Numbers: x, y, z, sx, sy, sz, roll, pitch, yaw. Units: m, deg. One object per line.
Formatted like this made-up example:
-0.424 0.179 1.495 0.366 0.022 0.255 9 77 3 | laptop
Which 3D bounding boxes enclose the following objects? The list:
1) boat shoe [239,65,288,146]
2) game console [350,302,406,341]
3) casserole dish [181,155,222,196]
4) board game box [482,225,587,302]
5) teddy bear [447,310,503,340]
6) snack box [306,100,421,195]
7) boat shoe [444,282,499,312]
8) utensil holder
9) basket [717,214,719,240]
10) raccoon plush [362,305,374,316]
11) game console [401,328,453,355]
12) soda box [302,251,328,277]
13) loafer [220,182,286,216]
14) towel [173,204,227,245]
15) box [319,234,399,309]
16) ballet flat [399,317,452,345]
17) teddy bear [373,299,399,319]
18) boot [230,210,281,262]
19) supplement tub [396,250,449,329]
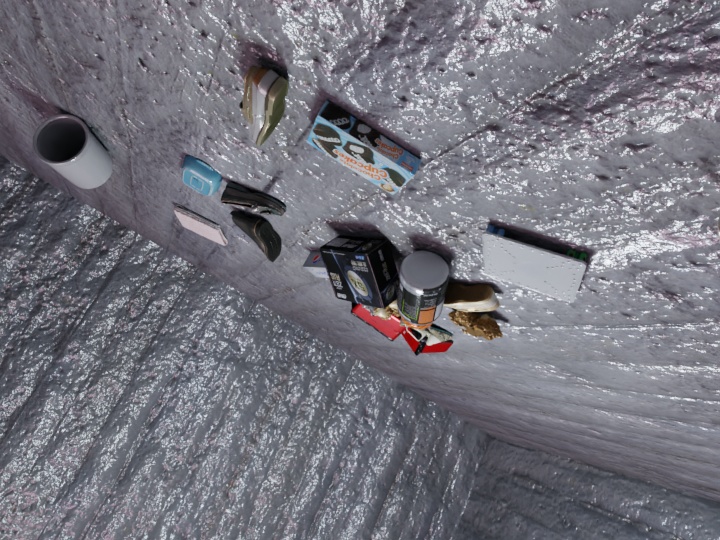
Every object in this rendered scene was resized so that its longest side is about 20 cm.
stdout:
-0.181 -0.302 0.969 0.068 0.075 0.200 34 156 -5 | boat shoe
0.072 0.160 1.999 0.199 0.119 0.172 34 131 -9 | game console
-0.474 -0.271 1.562 0.120 0.039 0.200 31 162 -14 | casserole dish
0.350 -0.011 1.084 0.198 0.026 0.200 20 162 22 | board game box
0.337 0.152 1.556 0.144 0.067 0.200 37 170 0 | teddy bear
0.003 -0.220 0.975 0.199 0.037 0.116 30 164 -9 | snack box
0.275 0.079 1.388 0.069 0.074 0.199 43 157 -29 | boat shoe
-0.917 -0.375 1.711 0.169 0.171 0.200 25 165 6 | utensil holder
0.495 -0.051 0.549 0.199 0.136 0.123 6 152 50 | basket
0.030 0.060 1.764 0.134 0.096 0.202 23 140 63 | raccoon plush
0.253 0.259 2.065 0.173 0.118 0.200 55 169 16 | game console
-0.101 -0.018 1.697 0.068 0.064 0.199 38 160 -30 | soda box
-0.306 -0.186 1.509 0.198 0.063 0.072 23 163 16 | loafer
-0.632 -0.176 2.106 0.198 0.032 0.191 26 163 2 | towel
0.000 0.000 1.436 0.199 0.086 0.165 10 126 46 | box
0.228 0.221 1.888 0.199 0.076 0.068 28 163 -2 | ballet flat
0.119 0.086 1.530 0.067 0.199 0.145 58 142 18 | teddy bear
-0.348 -0.121 1.779 0.137 0.078 0.201 25 151 22 | boot
0.154 0.056 1.340 0.122 0.123 0.201 22 146 15 | supplement tub
